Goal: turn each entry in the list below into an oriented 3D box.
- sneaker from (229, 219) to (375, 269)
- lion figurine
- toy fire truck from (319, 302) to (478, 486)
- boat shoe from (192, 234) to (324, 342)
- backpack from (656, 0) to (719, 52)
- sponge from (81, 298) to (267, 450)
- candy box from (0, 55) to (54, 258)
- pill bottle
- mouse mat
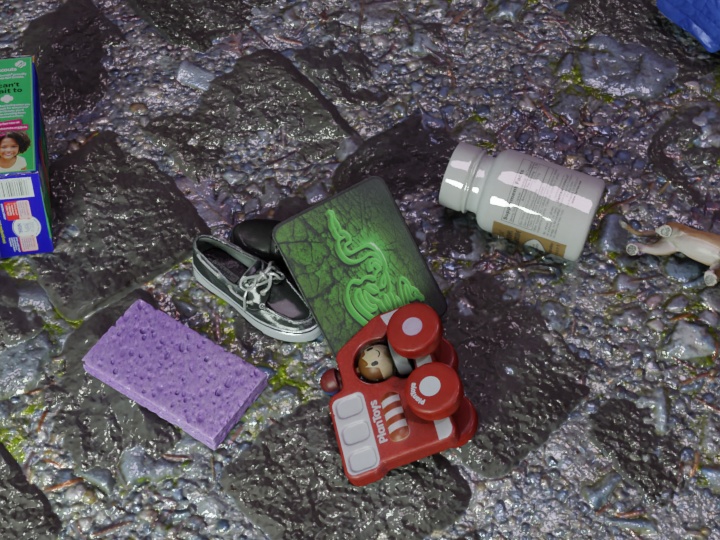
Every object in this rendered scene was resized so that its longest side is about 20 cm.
[{"bbox_3d":[-0.071,-0.041,1.556,0.200,0.082,0.073,11,56,4],"label":"sneaker"},{"bbox_3d":[0.446,-0.028,1.580,0.200,0.073,0.122,32,26,25],"label":"lion figurine"},{"bbox_3d":[0.038,0.141,1.434,0.168,0.112,0.200,-21,57,6],"label":"toy fire truck"},{"bbox_3d":[-0.130,0.017,1.522,0.199,0.068,0.074,36,62,19],"label":"boat shoe"},{"bbox_3d":[0.558,-0.412,1.789,0.200,0.168,0.162,41,66,18],"label":"backpack"},{"bbox_3d":[-0.226,0.124,1.469,0.200,0.030,0.112,28,59,16],"label":"sponge"},{"bbox_3d":[-0.444,-0.147,1.556,0.077,0.169,0.200,-7,57,-11],"label":"candy box"},{"bbox_3d":[0.211,-0.096,1.589,0.200,0.114,0.114,20,57,11],"label":"pill bottle"},{"bbox_3d":[0.000,0.000,1.502,0.161,0.008,0.200,-28,95,-9],"label":"mouse mat"}]
